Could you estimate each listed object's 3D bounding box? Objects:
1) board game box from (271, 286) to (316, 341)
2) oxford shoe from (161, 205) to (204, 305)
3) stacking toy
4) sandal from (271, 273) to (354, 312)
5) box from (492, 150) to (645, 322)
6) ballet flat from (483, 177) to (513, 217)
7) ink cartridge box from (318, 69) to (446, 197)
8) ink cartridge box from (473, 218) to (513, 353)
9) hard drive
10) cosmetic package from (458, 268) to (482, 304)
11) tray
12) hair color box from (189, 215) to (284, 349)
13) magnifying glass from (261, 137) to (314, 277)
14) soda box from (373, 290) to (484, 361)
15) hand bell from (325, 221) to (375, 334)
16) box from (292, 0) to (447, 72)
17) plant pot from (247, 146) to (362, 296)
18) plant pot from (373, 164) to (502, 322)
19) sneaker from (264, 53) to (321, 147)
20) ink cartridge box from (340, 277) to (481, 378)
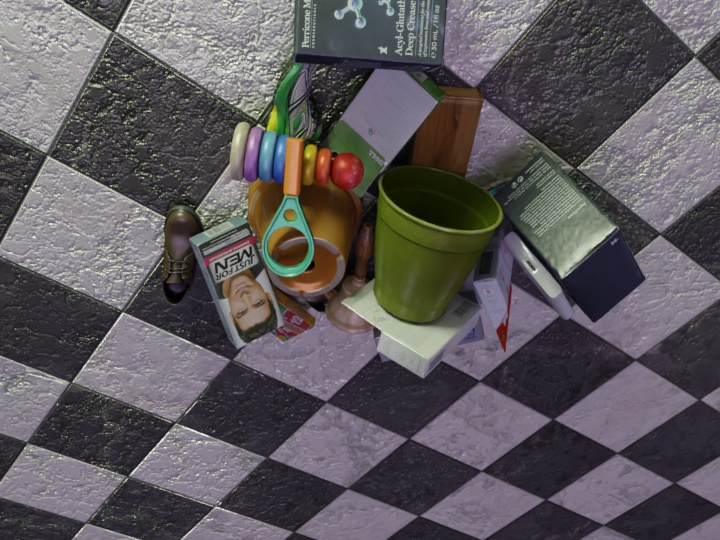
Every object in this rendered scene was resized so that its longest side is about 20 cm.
[{"bbox_3d":[-0.186,0.061,1.385,0.095,0.030,0.199,-26,124,39],"label":"board game box"},{"bbox_3d":[-0.313,-0.021,1.285,0.071,0.085,0.203,6,129,-8],"label":"oxford shoe"},{"bbox_3d":[-0.091,-0.161,1.089,0.195,0.086,0.087,9,131,-4],"label":"stacking toy"},{"bbox_3d":[-0.071,0.047,1.384,0.195,0.055,0.081,6,131,-10],"label":"sandal"},{"bbox_3d":[0.337,-0.052,1.189,0.117,0.201,0.196,-41,141,10],"label":"box"},{"bbox_3d":[0.197,-0.099,1.268,0.199,0.064,0.076,-39,120,13],"label":"ballet flat"},{"bbox_3d":[0.028,-0.224,1.125,0.103,0.059,0.200,41,121,-1],"label":"ink cartridge box"},{"bbox_3d":[0.260,0.022,1.318,0.056,0.165,0.201,-10,134,29],"label":"ink cartridge box"},{"bbox_3d":[0.315,0.013,1.282,0.026,0.133,0.200,-39,156,8],"label":"hard drive"},{"bbox_3d":[0.140,0.027,1.367,0.197,0.082,0.113,-24,128,17],"label":"cosmetic package"},{"bbox_3d":[0.131,-0.199,1.197,0.096,0.037,0.203,2,130,-7],"label":"tray"},{"bbox_3d":[-0.213,0.021,1.276,0.098,0.060,0.204,-26,115,-20],"label":"hair color box"},{"bbox_3d":[-0.101,-0.088,1.063,0.078,0.022,0.205,5,108,-2],"label":"magnifying glass"},{"bbox_3d":[0.122,0.102,1.335,0.195,0.064,0.069,-13,129,7],"label":"soda box"},{"bbox_3d":[0.000,0.000,1.265,0.101,0.105,0.203,4,130,-8],"label":"hand bell"},{"bbox_3d":[0.011,-0.349,0.967,0.195,0.107,0.152,2,100,-7],"label":"box"},{"bbox_3d":[-0.090,-0.066,1.195,0.195,0.186,0.203,-2,132,-2],"label":"plant pot"},{"bbox_3d":[0.103,-0.032,1.165,0.195,0.202,0.196,7,123,-11],"label":"plant pot"},{"bbox_3d":[-0.089,-0.249,1.102,0.083,0.079,0.202,19,137,-4],"label":"sneaker"},{"bbox_3d":[0.084,0.074,1.221,0.174,0.199,0.045,30,125,22],"label":"ink cartridge box"}]
